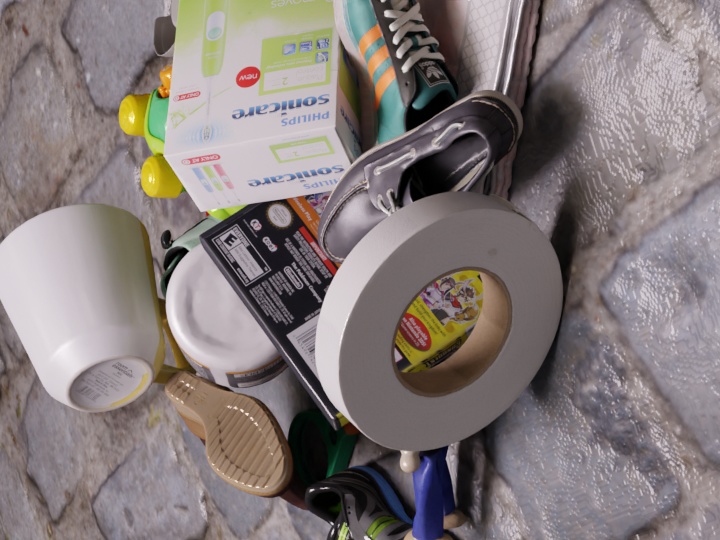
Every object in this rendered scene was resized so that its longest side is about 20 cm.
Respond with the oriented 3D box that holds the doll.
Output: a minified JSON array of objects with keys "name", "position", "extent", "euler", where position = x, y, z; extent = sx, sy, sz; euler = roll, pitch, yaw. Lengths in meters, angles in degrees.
[{"name":"doll","position":[0.051,0.129,1.561],"extent":[0.048,0.136,0.201],"euler":[1,113,18]}]

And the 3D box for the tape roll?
[{"name":"tape roll","position":[0.060,0.038,1.434],"extent":[0.037,0.202,0.203],"euler":[38,129,49]}]

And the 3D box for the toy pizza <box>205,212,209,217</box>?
[{"name":"toy pizza","position":[-0.116,-0.102,1.859],"extent":[0.200,0.032,0.201],"euler":[22,116,56]}]

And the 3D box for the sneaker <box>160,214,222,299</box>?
[{"name":"sneaker","position":[-0.155,-0.004,1.826],"extent":[0.074,0.118,0.200],"euler":[48,150,7]}]

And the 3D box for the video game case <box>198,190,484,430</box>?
[{"name":"video game case","position":[0.000,0.000,1.528],"extent":[0.200,0.181,0.026],"euler":[52,169,25]}]

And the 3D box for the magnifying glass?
[{"name":"magnifying glass","position":[-0.018,0.147,1.770],"extent":[0.200,0.022,0.080],"euler":[-46,58,55]}]

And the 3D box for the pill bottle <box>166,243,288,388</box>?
[{"name":"pill bottle","position":[-0.105,0.041,1.670],"extent":[0.200,0.116,0.117],"euler":[100,157,-81]}]

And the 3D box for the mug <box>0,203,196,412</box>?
[{"name":"mug","position":[-0.229,0.042,1.764],"extent":[0.150,0.186,0.153],"euler":[112,145,-45]}]

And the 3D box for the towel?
[{"name":"towel","position":[0.067,-0.172,1.536],"extent":[0.191,0.032,0.201],"euler":[38,128,50]}]

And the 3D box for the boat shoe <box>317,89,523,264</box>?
[{"name":"boat shoe","position":[0.034,-0.062,1.451],"extent":[0.200,0.063,0.073],"euler":[-36,100,30]}]

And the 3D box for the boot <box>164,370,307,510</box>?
[{"name":"boot","position":[-0.082,0.171,1.746],"extent":[0.072,0.166,0.200],"euler":[-48,41,-3]}]

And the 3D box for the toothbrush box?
[{"name":"toothbrush box","position":[-0.071,-0.160,1.565],"extent":[0.086,0.145,0.200],"euler":[59,-152,-54]}]

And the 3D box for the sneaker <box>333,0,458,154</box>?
[{"name":"sneaker","position":[0.037,-0.161,1.494],"extent":[0.080,0.071,0.201],"euler":[2,107,49]}]

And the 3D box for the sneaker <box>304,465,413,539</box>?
[{"name":"sneaker","position":[0.016,0.239,1.671],"extent":[0.200,0.083,0.071],"euler":[40,132,49]}]

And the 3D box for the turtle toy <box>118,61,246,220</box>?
[{"name":"turtle toy","position":[-0.118,-0.114,1.698],"extent":[0.101,0.145,0.200],"euler":[-61,41,41]}]

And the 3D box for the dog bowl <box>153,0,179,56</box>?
[{"name":"dog bowl","position":[-0.124,-0.279,1.736],"extent":[0.200,0.059,0.201],"euler":[-162,90,-72]}]
